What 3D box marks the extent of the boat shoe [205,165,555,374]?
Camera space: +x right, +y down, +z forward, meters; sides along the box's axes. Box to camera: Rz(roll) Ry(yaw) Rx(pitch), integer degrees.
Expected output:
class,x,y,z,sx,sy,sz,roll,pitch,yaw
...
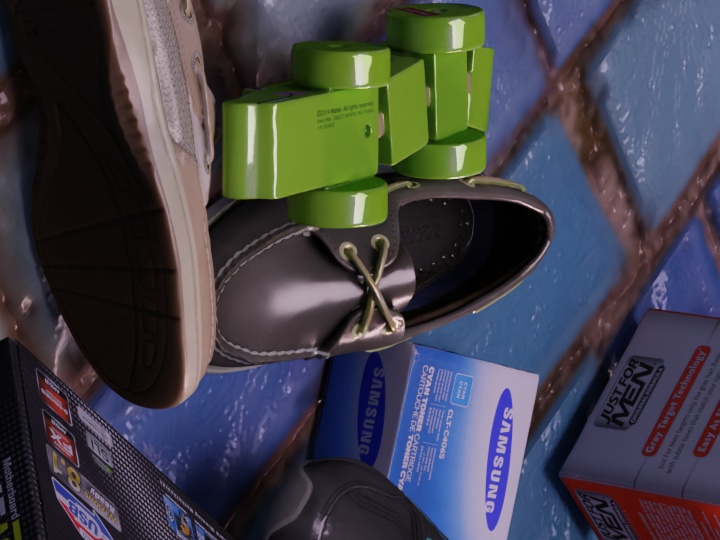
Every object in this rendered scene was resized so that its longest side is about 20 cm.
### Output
class,x,y,z,sx,sy,sz,roll,pitch,yaw
boat shoe,0.000,-0.003,1.170,0.202,0.060,0.072,-19,112,-49

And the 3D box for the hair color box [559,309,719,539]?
class,x,y,z,sx,sy,sz,roll,pitch,yaw
hair color box,0.202,0.084,1.321,0.102,0.200,0.061,-59,137,-27

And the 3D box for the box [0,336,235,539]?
class,x,y,z,sx,sy,sz,roll,pitch,yaw
box,-0.068,0.138,1.000,0.200,0.044,0.160,47,17,-39

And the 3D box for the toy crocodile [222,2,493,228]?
class,x,y,z,sx,sy,sz,roll,pitch,yaw
toy crocodile,0.000,-0.061,1.138,0.200,0.062,0.068,-26,118,-57

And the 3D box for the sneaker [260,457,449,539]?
class,x,y,z,sx,sy,sz,roll,pitch,yaw
sneaker,0.035,0.135,1.159,0.200,0.079,0.075,45,63,-44

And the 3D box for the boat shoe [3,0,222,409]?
class,x,y,z,sx,sy,sz,roll,pitch,yaw
boat shoe,-0.078,-0.050,1.056,0.065,0.072,0.200,-27,112,-45

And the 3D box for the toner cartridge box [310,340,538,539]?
class,x,y,z,sx,sy,sz,roll,pitch,yaw
toner cartridge box,0.014,0.131,1.228,0.095,0.043,0.200,15,85,-53
